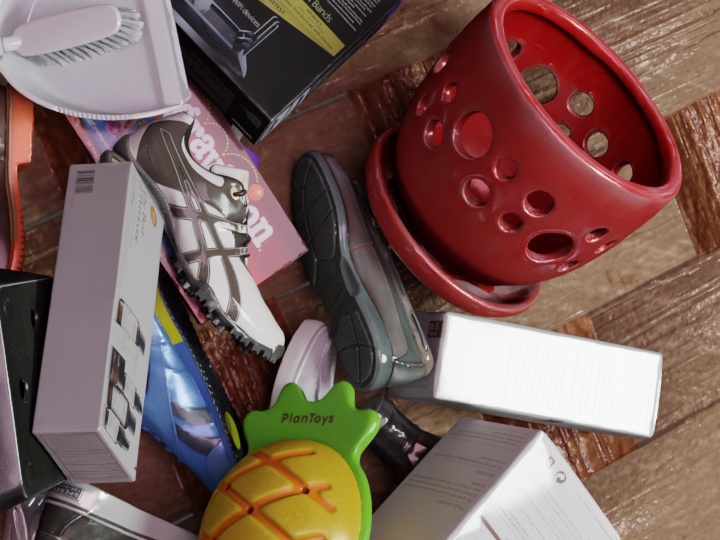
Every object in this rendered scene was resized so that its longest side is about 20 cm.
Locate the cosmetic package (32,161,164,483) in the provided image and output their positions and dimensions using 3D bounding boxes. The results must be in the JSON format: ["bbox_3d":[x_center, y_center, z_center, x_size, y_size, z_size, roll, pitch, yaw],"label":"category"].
[{"bbox_3d":[-0.172,0.034,1.261,0.050,0.083,0.202,-2,61,9],"label":"cosmetic package"}]

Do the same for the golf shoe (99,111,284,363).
[{"bbox_3d":[-0.104,-0.026,1.380,0.094,0.078,0.201,-38,99,-7],"label":"golf shoe"}]

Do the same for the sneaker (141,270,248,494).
[{"bbox_3d":[-0.143,0.100,1.411,0.078,0.066,0.202,-24,103,4],"label":"sneaker"}]

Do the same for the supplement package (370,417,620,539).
[{"bbox_3d":[0.071,0.222,1.378,0.200,0.117,0.118,-45,112,-20],"label":"supplement package"}]

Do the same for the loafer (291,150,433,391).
[{"bbox_3d":[0.000,0.000,1.444,0.062,0.072,0.202,-2,62,-32],"label":"loafer"}]

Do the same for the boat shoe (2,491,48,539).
[{"bbox_3d":[-0.223,0.133,1.365,0.070,0.069,0.203,0,87,-20],"label":"boat shoe"}]

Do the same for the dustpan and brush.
[{"bbox_3d":[-0.234,-0.163,1.334,0.198,0.057,0.141,-12,89,8],"label":"dustpan and brush"}]

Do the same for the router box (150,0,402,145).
[{"bbox_3d":[-0.091,-0.220,1.412,0.200,0.052,0.157,46,65,0],"label":"router box"}]

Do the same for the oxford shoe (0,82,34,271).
[{"bbox_3d":[-0.279,-0.039,1.355,0.072,0.071,0.203,5,76,-18],"label":"oxford shoe"}]

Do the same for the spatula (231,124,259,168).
[{"bbox_3d":[-0.082,-0.136,1.455,0.056,0.021,0.202,24,87,-17],"label":"spatula"}]

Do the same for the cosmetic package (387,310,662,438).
[{"bbox_3d":[0.130,0.083,1.496,0.198,0.102,0.075,10,84,-20],"label":"cosmetic package"}]

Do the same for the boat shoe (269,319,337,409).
[{"bbox_3d":[-0.036,0.138,1.421,0.068,0.072,0.202,8,70,16],"label":"boat shoe"}]

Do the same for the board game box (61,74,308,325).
[{"bbox_3d":[-0.134,-0.071,1.423,0.102,0.019,0.201,-34,97,-11],"label":"board game box"}]

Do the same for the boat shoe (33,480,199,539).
[{"bbox_3d":[-0.161,0.210,1.362,0.199,0.070,0.064,34,71,-43],"label":"boat shoe"}]

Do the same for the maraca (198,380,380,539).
[{"bbox_3d":[-0.050,0.170,1.336,0.107,0.136,0.202,52,43,-51],"label":"maraca"}]

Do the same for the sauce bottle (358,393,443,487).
[{"bbox_3d":[0.075,0.176,1.487,0.200,0.066,0.066,42,74,-17],"label":"sauce bottle"}]

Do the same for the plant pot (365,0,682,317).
[{"bbox_3d":[0.114,-0.082,1.429,0.199,0.182,0.202,32,36,-26],"label":"plant pot"}]

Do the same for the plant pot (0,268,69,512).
[{"bbox_3d":[-0.290,0.086,1.239,0.175,0.200,0.202,-7,91,7],"label":"plant pot"}]
